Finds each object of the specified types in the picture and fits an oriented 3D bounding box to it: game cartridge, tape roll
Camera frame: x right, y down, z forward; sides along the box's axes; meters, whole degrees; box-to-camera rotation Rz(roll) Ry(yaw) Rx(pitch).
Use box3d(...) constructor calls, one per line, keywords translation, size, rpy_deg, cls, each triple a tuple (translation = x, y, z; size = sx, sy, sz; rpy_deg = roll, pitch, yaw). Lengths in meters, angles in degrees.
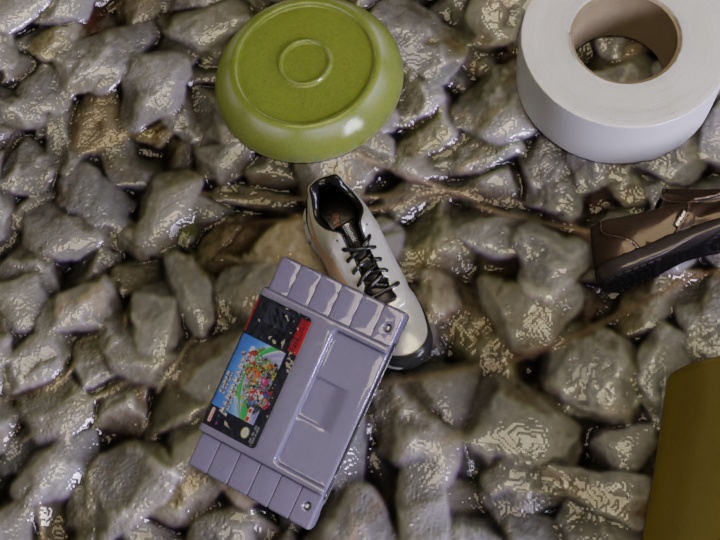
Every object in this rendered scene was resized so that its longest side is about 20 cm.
box3d(translation=(-0.056, 0.103, 0.834), size=(0.129, 0.038, 0.202), rpy_deg=(24, 88, 10), cls="game cartridge")
box3d(translation=(0.252, -0.209, 0.939), size=(0.200, 0.071, 0.204), rpy_deg=(-2, 68, 5), cls="tape roll")

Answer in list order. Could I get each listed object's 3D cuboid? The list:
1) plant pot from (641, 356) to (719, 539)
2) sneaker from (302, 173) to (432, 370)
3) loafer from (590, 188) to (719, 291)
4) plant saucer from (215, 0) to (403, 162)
box3d(translation=(0.334, 0.164, 0.721), size=(0.198, 0.177, 0.202), rpy_deg=(13, 69, 10), cls="plant pot")
box3d(translation=(0.000, 0.000, 0.874), size=(0.073, 0.080, 0.201), rpy_deg=(-29, 70, -9), cls="sneaker")
box3d(translation=(0.296, -0.050, 0.867), size=(0.198, 0.073, 0.072), rpy_deg=(-20, 68, -3), cls="loafer")
box3d(translation=(-0.055, -0.206, 0.990), size=(0.198, 0.031, 0.202), rpy_deg=(-2, 68, 5), cls="plant saucer")
